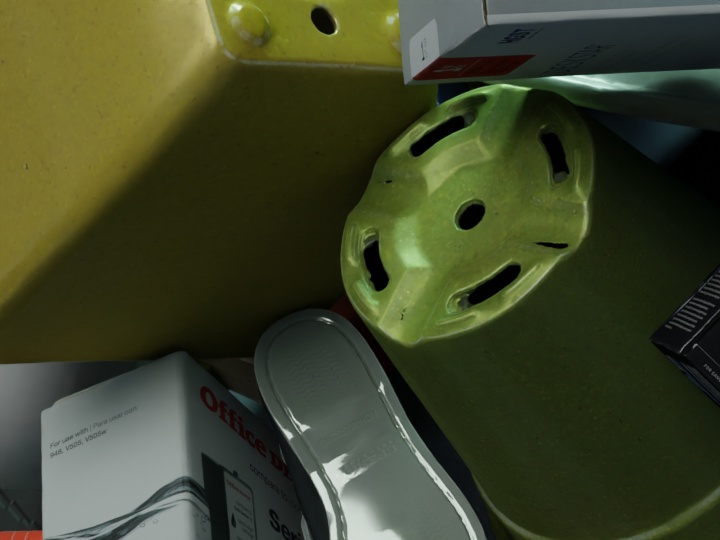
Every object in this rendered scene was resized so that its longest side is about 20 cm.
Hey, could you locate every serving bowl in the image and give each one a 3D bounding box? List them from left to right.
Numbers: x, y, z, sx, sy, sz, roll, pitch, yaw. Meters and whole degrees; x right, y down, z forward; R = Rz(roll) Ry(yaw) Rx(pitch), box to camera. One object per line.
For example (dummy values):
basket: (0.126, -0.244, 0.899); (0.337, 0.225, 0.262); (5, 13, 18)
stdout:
serving bowl: (-0.127, 0.022, 1.399); (0.066, 0.200, 0.201); (20, 70, 10)

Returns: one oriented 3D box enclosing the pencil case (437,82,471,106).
pencil case: (0.005, -0.101, 1.335); (0.078, 0.087, 0.200); (-21, 59, -7)

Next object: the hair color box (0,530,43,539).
hair color box: (-0.200, 0.178, 1.374); (0.199, 0.111, 0.064); (-6, 55, 35)

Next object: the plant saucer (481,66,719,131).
plant saucer: (0.130, -0.100, 1.255); (0.200, 0.200, 0.050); (19, 103, 45)

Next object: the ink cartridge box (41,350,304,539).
ink cartridge box: (-0.071, 0.158, 1.259); (0.083, 0.147, 0.201); (-24, 48, 20)

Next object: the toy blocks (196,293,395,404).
toy blocks: (0.000, 0.000, 1.372); (0.136, 0.100, 0.200); (22, 68, 33)

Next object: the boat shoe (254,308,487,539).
boat shoe: (0.012, 0.110, 1.247); (0.075, 0.060, 0.201); (-19, 63, -1)

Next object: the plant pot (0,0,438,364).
plant pot: (-0.075, -0.090, 1.227); (0.200, 0.195, 0.195); (-38, 61, 44)

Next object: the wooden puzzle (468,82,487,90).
wooden puzzle: (0.039, -0.167, 1.413); (0.185, 0.037, 0.201); (34, 120, 48)

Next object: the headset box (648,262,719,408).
headset box: (0.243, 0.015, 1.081); (0.200, 0.174, 0.093); (-47, 3, 1)

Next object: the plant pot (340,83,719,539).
plant pot: (0.092, 0.021, 1.197); (0.199, 0.190, 0.201); (-20, 50, 26)

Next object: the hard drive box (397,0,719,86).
hard drive box: (0.124, -0.124, 1.095); (0.199, 0.156, 0.077); (-3, 86, -9)
